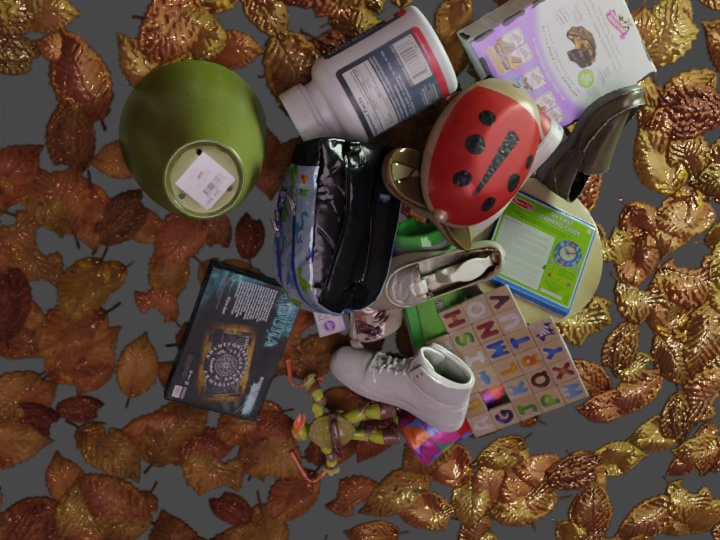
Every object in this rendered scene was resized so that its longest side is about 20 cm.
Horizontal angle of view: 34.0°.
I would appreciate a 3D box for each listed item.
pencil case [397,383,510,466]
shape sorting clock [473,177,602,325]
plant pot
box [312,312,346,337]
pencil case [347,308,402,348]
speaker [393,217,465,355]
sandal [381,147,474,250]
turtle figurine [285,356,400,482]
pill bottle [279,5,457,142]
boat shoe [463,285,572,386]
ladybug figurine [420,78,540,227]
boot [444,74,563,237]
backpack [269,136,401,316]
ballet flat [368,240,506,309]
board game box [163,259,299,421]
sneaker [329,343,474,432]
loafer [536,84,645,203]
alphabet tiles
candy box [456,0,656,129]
[{"bbox_3d":[0.150,0.192,1.659,0.199,0.088,0.089,-32,114,2],"label":"pencil case"},{"bbox_3d":[0.232,-0.026,1.576,0.198,0.039,0.202,2,82,-15],"label":"shape sorting clock"},{"bbox_3d":[-0.190,-0.136,1.393,0.185,0.200,0.189,-4,111,-11],"label":"plant pot"},{"bbox_3d":[-0.062,-0.010,1.557,0.041,0.039,0.201,-15,113,-4],"label":"box"},{"bbox_3d":[0.000,0.000,1.552,0.089,0.078,0.201,-25,116,-24],"label":"pencil case"},{"bbox_3d":[0.097,0.031,1.584,0.088,0.089,0.201,-15,113,-6],"label":"speaker"},{"bbox_3d":[0.078,-0.088,1.416,0.200,0.054,0.081,31,64,-47],"label":"sandal"},{"bbox_3d":[-0.030,0.205,1.620,0.160,0.064,0.202,-8,110,3],"label":"turtle figurine"},{"bbox_3d":[0.007,-0.225,1.446,0.199,0.120,0.120,-29,114,1],"label":"pill bottle"},{"bbox_3d":[0.206,0.087,1.612,0.086,0.075,0.202,-34,101,38],"label":"boat shoe"},{"bbox_3d":[0.147,-0.136,1.373,0.136,0.072,0.201,38,73,-26],"label":"ladybug figurine"},{"bbox_3d":[0.139,-0.142,1.486,0.144,0.073,0.200,33,111,-12],"label":"boot"},{"bbox_3d":[-0.029,-0.046,1.409,0.162,0.153,0.202,0,84,-45],"label":"backpack"},{"bbox_3d":[0.092,0.007,1.492,0.198,0.070,0.070,-18,114,-3],"label":"ballet flat"},{"bbox_3d":[-0.169,0.097,1.581,0.134,0.028,0.201,17,105,-18],"label":"board game box"},{"bbox_3d":[0.058,0.127,1.561,0.199,0.074,0.116,23,138,9],"label":"sneaker"},{"bbox_3d":[0.307,-0.160,1.518,0.075,0.070,0.200,-18,157,-37],"label":"loafer"},{"bbox_3d":[0.189,0.118,1.565,0.166,0.008,0.201,-22,114,15],"label":"alphabet tiles"},{"bbox_3d":[0.251,-0.279,1.505,0.199,0.072,0.168,-31,114,1],"label":"candy box"}]
